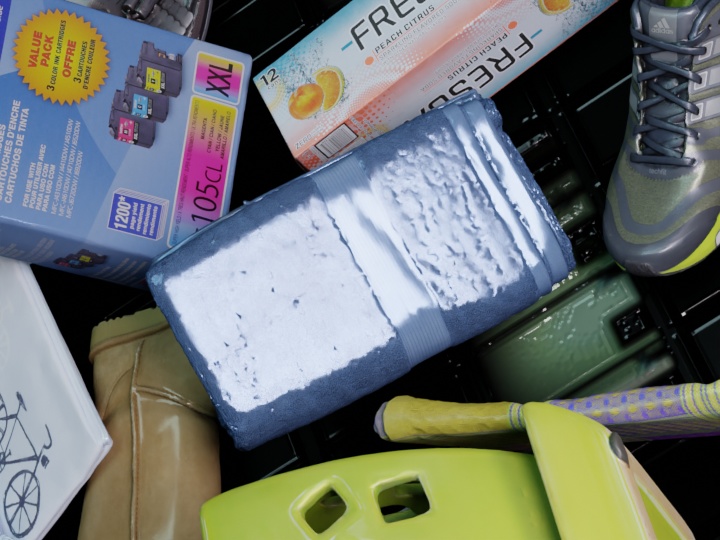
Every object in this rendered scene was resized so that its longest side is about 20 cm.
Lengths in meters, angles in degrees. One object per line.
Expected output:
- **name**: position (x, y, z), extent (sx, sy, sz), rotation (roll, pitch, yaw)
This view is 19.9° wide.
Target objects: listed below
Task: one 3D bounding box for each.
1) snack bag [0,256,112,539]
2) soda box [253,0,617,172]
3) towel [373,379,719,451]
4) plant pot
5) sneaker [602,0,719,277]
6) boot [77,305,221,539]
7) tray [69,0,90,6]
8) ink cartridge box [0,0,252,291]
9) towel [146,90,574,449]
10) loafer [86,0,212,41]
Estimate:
- **snack bag**: position (-0.223, 0.097, 1.161), extent (0.200, 0.021, 0.189), rotation (-50, 49, 24)
- **soda box**: position (0.043, -0.128, 1.111), extent (0.200, 0.064, 0.069), rotation (-36, 54, 11)
- **towel**: position (0.118, 0.063, 0.925), extent (0.199, 0.143, 0.023), rotation (-7, 80, 27)
- **plant pot**: position (0.066, 0.180, 0.874), extent (0.181, 0.200, 0.200), rotation (-25, 57, 13)
- **sneaker**: position (0.156, -0.094, 1.013), extent (0.074, 0.081, 0.201), rotation (4, 70, 33)
- **boot**: position (-0.081, 0.113, 1.077), extent (0.175, 0.066, 0.201), rotation (-21, 57, 36)
- **tray**: position (-0.209, -0.085, 1.272), extent (0.107, 0.022, 0.200), rotation (32, 87, 37)
- **ink cartridge box**: position (-0.171, -0.075, 1.126), extent (0.076, 0.199, 0.137), rotation (148, 132, -63)
- **towel**: position (0.000, 0.000, 1.026), extent (0.199, 0.049, 0.112), rotation (-27, 88, -10)
- **loafer**: position (-0.151, -0.112, 1.211), extent (0.072, 0.063, 0.201), rotation (30, 87, 8)
